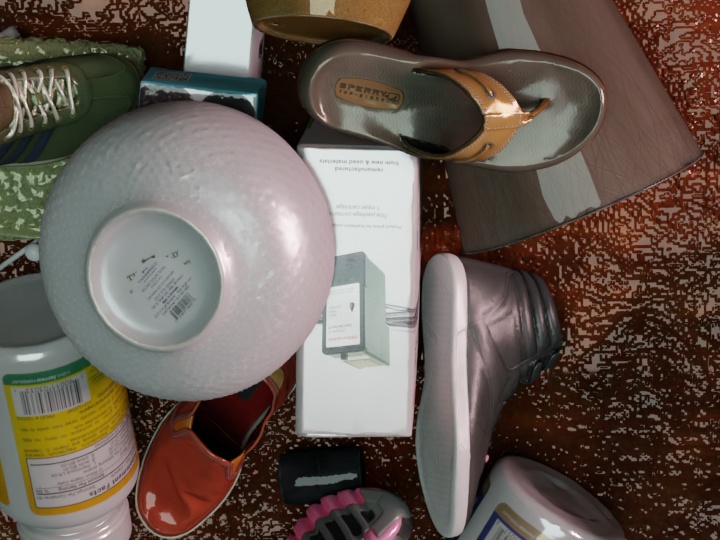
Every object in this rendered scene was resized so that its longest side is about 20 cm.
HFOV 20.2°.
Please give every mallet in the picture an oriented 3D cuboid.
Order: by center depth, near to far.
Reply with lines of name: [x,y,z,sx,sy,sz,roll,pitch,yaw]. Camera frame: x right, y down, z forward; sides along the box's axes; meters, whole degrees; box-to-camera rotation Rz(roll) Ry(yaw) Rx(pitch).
mallet: [-0.030,0.227,1.523,0.065,0.041,0.202,2,108,3]

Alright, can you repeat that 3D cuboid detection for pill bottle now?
pill bottle: [-0.219,0.113,1.456,0.112,0.113,0.202,-3,120,6]
pill bottle: [0.098,0.246,1.475,0.110,0.111,0.201,30,104,-3]

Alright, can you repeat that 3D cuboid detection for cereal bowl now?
cereal bowl: [-0.120,-0.006,1.307,0.198,0.083,0.202,3,105,13]

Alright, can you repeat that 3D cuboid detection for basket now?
basket: [0.114,-0.138,1.374,0.179,0.136,0.202,-23,97,2]

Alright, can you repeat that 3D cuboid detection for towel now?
towel: [-0.245,-0.091,1.406,0.198,0.036,0.150,-2,90,-11]

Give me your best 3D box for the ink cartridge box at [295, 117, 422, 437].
ink cartridge box: [0.000,0.000,1.406,0.083,0.146,0.202,2,104,3]

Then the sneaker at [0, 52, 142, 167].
sneaker: [-0.237,-0.102,1.343,0.198,0.090,0.068,-15,90,-11]

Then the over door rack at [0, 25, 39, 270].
over door rack: [-0.290,-0.059,1.458,0.199,0.067,0.148,-33,98,11]

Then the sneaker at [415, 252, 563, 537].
sneaker: [0.096,0.089,1.437,0.098,0.071,0.202,0,94,-25]

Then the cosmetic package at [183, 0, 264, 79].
cosmetic package: [-0.094,-0.146,1.412,0.050,0.083,0.202,7,105,4]

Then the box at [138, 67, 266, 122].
box: [-0.114,-0.032,1.375,0.081,0.049,0.202,6,107,1]

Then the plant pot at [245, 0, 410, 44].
plant pot: [-0.016,-0.252,1.299,0.184,0.186,0.202,5,86,4]

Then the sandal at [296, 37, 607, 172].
sandal: [0.059,-0.105,1.283,0.198,0.055,0.082,11,108,-7]

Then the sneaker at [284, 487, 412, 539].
sneaker: [-0.024,0.240,1.483,0.095,0.079,0.200,33,114,-32]

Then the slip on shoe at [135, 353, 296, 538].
slip on shoe: [-0.110,0.124,1.480,0.074,0.061,0.200,36,118,-2]
